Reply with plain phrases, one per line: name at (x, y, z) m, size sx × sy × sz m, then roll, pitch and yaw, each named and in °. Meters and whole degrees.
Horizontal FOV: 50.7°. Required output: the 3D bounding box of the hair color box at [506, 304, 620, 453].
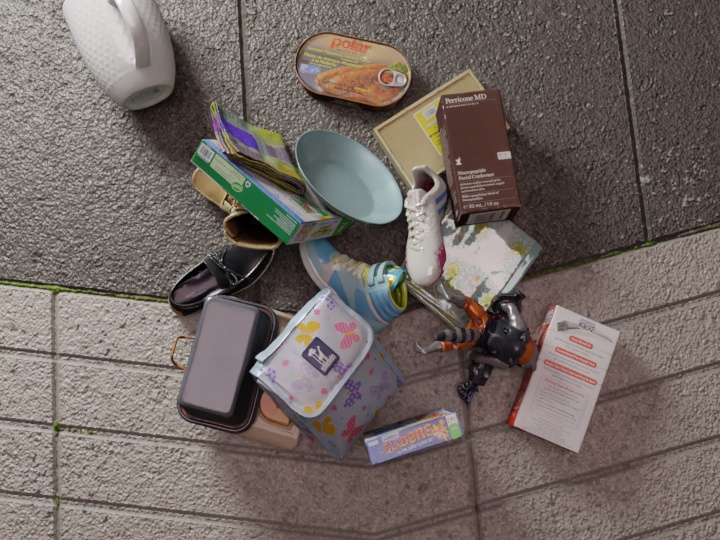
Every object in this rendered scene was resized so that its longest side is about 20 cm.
hair color box at (0.319, 0.170, 1.200) m, size 0.110 × 0.064 × 0.202 m, roll 22°, pitch 83°, yaw 3°

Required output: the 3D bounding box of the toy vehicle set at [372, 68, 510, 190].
toy vehicle set at (0.136, -0.235, 1.278) m, size 0.199 × 0.027 × 0.125 m, roll -32°, pitch 83°, yaw -5°

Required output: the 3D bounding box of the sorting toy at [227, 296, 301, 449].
sorting toy at (-0.160, 0.160, 1.191) m, size 0.183 × 0.036 × 0.203 m, roll 17°, pitch 82°, yaw 0°

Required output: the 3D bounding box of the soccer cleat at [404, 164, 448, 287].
soccer cleat at (0.093, -0.073, 1.184) m, size 0.069 × 0.086 × 0.202 m, roll -12°, pitch 54°, yaw 29°

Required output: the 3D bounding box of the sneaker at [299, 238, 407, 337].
sneaker at (0.000, 0.000, 1.187) m, size 0.130 × 0.079 × 0.201 m, roll -37°, pitch 91°, yaw 35°

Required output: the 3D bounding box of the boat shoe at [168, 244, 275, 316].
boat shoe at (-0.222, 0.005, 1.220) m, size 0.199 × 0.062 × 0.075 m, roll -32°, pitch 81°, yaw -7°

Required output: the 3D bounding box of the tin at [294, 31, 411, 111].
tin at (-0.013, -0.336, 1.287) m, size 0.197 × 0.042 × 0.114 m, roll 13°, pitch 85°, yaw 1°

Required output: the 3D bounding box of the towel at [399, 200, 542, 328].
towel at (0.173, -0.011, 1.234) m, size 0.171 × 0.048 × 0.201 m, roll 38°, pitch 82°, yaw 4°

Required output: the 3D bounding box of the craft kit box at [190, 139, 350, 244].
craft kit box at (-0.129, -0.124, 1.163) m, size 0.200 × 0.197 × 0.049 m, roll 41°, pitch 112°, yaw 13°

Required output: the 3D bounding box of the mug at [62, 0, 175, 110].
mug at (-0.370, -0.365, 1.207) m, size 0.146 × 0.200 × 0.177 m, roll -23°, pitch 88°, yaw -21°

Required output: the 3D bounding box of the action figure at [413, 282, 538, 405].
action figure at (0.182, 0.123, 1.155) m, size 0.191 × 0.105 × 0.202 m, roll 14°, pitch 103°, yaw -13°

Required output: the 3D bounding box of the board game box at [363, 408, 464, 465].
board game box at (0.072, 0.241, 1.116) m, size 0.134 × 0.200 × 0.035 m, roll -17°, pitch 82°, yaw -4°

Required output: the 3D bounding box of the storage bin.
storage bin at (-0.208, 0.127, 1.113) m, size 0.144 × 0.134 × 0.203 m, roll 14°, pitch 77°, yaw -1°

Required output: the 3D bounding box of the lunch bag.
lunch bag at (-0.050, 0.150, 1.113) m, size 0.170 × 0.127 × 0.201 m, roll -47°, pitch 125°, yaw -19°

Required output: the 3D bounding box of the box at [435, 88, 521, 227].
box at (0.186, -0.180, 1.212) m, size 0.099 × 0.075 × 0.203 m, roll -8°, pitch 75°, yaw -3°

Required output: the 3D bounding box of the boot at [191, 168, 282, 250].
boot at (-0.193, -0.100, 1.186) m, size 0.198 × 0.156 × 0.073 m, roll 28°, pitch 110°, yaw 1°

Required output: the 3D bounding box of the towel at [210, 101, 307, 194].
towel at (-0.159, -0.191, 1.170) m, size 0.143 × 0.201 × 0.023 m, roll 24°, pitch 112°, yaw -30°

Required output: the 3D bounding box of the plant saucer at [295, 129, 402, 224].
plant saucer at (-0.025, -0.140, 1.211) m, size 0.201 × 0.201 × 0.039 m, roll 46°, pitch 126°, yaw 5°
